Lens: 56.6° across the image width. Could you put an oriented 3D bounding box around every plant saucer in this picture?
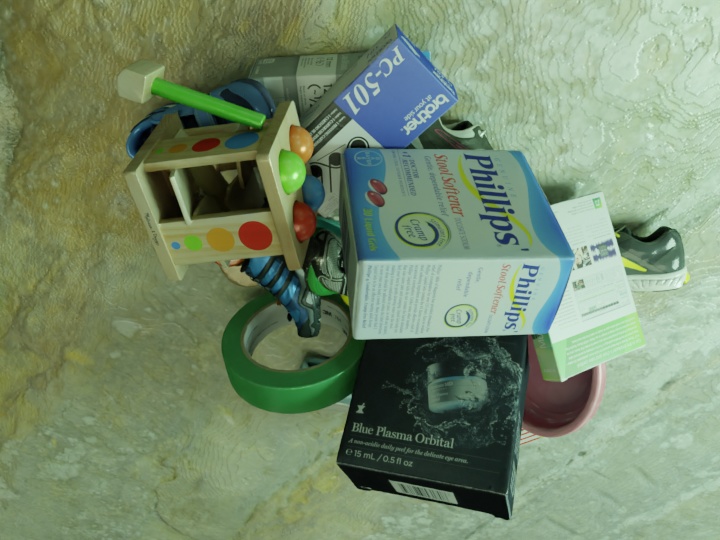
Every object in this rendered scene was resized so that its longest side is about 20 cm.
[{"bbox_3d":[0.258,0.125,0.921,0.051,0.201,0.201,-4,134,-34],"label":"plant saucer"}]

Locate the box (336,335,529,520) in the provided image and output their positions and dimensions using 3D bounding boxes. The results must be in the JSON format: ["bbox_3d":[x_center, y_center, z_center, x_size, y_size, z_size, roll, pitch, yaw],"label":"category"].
[{"bbox_3d":[0.095,0.170,0.811,0.196,0.201,0.118,5,150,18],"label":"box"}]

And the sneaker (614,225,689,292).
[{"bbox_3d":[0.324,-0.017,0.883,0.199,0.074,0.085,-4,103,11],"label":"sneaker"}]

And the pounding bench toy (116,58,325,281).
[{"bbox_3d":[-0.126,-0.110,0.642,0.155,0.125,0.201,-5,126,10],"label":"pounding bench toy"}]

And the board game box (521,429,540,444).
[{"bbox_3d":[0.229,0.217,1.066,0.199,0.046,0.152,-26,122,20],"label":"board game box"}]

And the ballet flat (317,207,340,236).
[{"bbox_3d":[0.021,-0.048,0.850,0.200,0.072,0.072,30,123,-33],"label":"ballet flat"}]

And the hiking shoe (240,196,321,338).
[{"bbox_3d":[-0.101,-0.002,0.819,0.086,0.074,0.201,-12,117,2],"label":"hiking shoe"}]

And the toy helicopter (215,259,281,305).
[{"bbox_3d":[-0.090,-0.042,0.865,0.199,0.079,0.133,-30,115,7],"label":"toy helicopter"}]

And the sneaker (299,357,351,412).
[{"bbox_3d":[0.001,0.172,1.022,0.199,0.074,0.082,3,129,-3],"label":"sneaker"}]

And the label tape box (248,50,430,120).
[{"bbox_3d":[-0.017,-0.169,0.768,0.199,0.066,0.144,-1,127,4],"label":"label tape box"}]

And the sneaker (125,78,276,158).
[{"bbox_3d":[-0.176,-0.153,0.734,0.199,0.082,0.074,-7,114,36],"label":"sneaker"}]

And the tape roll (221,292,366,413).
[{"bbox_3d":[-0.082,0.098,0.887,0.199,0.201,0.048,-2,128,3],"label":"tape roll"}]

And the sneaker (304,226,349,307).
[{"bbox_3d":[0.000,0.000,0.808,0.085,0.078,0.200,1,166,30],"label":"sneaker"}]

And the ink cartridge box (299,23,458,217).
[{"bbox_3d":[-0.003,-0.153,0.713,0.094,0.044,0.200,37,118,-26],"label":"ink cartridge box"}]

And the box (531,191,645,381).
[{"bbox_3d":[0.257,0.016,0.805,0.144,0.036,0.201,-15,88,-25],"label":"box"}]

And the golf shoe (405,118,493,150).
[{"bbox_3d":[0.138,-0.126,0.789,0.199,0.077,0.089,15,98,-29],"label":"golf shoe"}]

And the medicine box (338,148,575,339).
[{"bbox_3d":[0.083,-0.033,0.675,0.199,0.183,0.103,-1,132,-7],"label":"medicine box"}]
